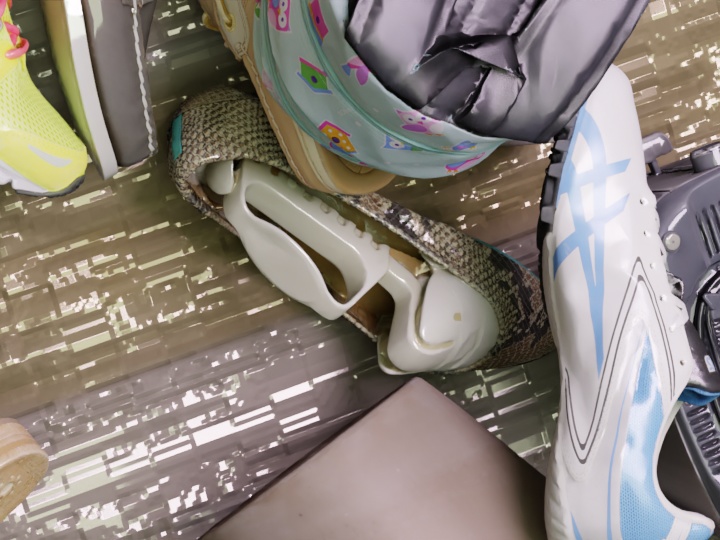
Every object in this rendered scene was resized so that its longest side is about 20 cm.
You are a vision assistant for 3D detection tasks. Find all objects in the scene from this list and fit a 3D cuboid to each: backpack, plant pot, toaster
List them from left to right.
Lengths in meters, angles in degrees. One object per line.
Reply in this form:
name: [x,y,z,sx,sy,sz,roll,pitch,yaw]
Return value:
plant pot: [0.028,0.147,1.215,0.200,0.200,0.174,-37,90,-11]
backpack: [0.045,-0.132,1.142,0.167,0.127,0.200,26,71,-15]
toaster: [0.165,0.037,1.266,0.113,0.129,0.200,-24,102,-14]

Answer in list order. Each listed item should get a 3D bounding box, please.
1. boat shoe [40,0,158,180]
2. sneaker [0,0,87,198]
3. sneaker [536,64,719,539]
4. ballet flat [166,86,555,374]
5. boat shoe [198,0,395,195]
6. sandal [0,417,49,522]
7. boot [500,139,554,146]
boat shoe: [-0.103,-0.139,1.190,0.060,0.072,0.202,-12,96,-13]
sneaker: [-0.164,-0.116,1.155,0.090,0.078,0.200,-38,101,4]
sneaker: [0.105,0.016,1.161,0.072,0.072,0.200,-2,82,3]
ballet flat: [0.000,0.000,1.235,0.200,0.075,0.068,34,122,-18]
boat shoe: [-0.034,-0.124,1.210,0.074,0.069,0.200,-11,87,-45]
sandal: [-0.192,0.154,1.163,0.212,0.078,0.070,-44,70,2]
boot: [0.074,-0.153,1.247,0.181,0.073,0.200,-4,90,-4]
